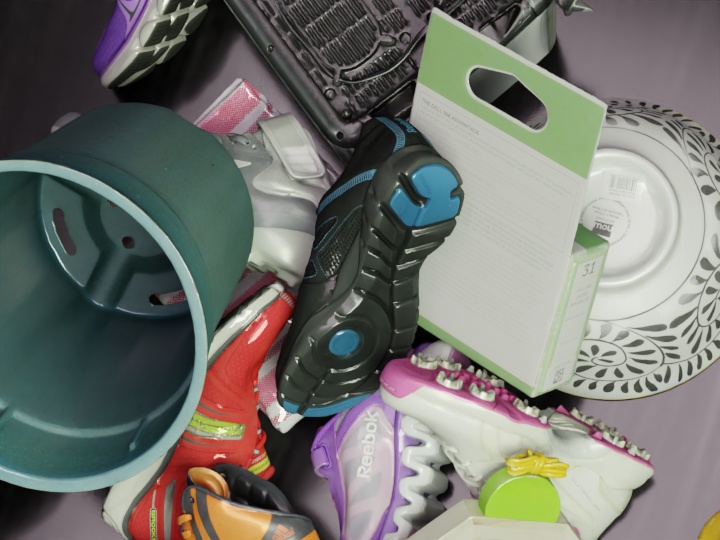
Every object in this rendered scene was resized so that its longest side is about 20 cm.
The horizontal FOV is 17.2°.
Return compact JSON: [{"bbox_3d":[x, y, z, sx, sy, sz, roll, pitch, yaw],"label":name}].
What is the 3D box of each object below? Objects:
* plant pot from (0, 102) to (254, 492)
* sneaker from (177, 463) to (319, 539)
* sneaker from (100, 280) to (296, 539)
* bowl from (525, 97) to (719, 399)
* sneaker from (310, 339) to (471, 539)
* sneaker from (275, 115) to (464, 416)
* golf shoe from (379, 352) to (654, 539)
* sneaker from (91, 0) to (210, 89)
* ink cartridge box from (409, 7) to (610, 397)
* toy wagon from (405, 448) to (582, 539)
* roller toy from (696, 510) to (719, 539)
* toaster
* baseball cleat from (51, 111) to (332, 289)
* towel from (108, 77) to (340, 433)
[{"bbox_3d":[-0.159,-0.002,1.420,0.199,0.196,0.201,5,113,12],"label":"plant pot"},{"bbox_3d":[-0.111,0.178,1.480,0.199,0.078,0.113,-7,101,20],"label":"sneaker"},{"bbox_3d":[-0.086,0.098,1.519,0.085,0.077,0.201,32,106,2],"label":"sneaker"},{"bbox_3d":[0.158,-0.024,1.505,0.199,0.094,0.202,-1,80,7],"label":"bowl"},{"bbox_3d":[0.008,0.136,1.507,0.088,0.080,0.201,9,78,18],"label":"sneaker"},{"bbox_3d":[0.000,0.000,1.462,0.201,0.073,0.082,-62,35,23],"label":"sneaker"},{"bbox_3d":[0.088,0.117,1.461,0.199,0.075,0.092,24,99,-26],"label":"golf shoe"},{"bbox_3d":[-0.135,-0.215,1.565,0.083,0.081,0.201,29,111,15],"label":"sneaker"},{"bbox_3d":[0.086,-0.044,1.446,0.145,0.048,0.201,33,122,33],"label":"ink cartridge box"},{"bbox_3d":[0.085,0.195,1.448,0.154,0.040,0.201,6,110,-16],"label":"toy wagon"},{"bbox_3d":[0.310,0.202,1.417,0.199,0.140,0.183,-16,67,6],"label":"roller toy"},{"bbox_3d":[0.022,-0.175,1.540,0.180,0.119,0.200,-37,76,0],"label":"toaster"},{"bbox_3d":[-0.097,-0.069,1.540,0.199,0.070,0.107,30,81,2],"label":"baseball cleat"},{"bbox_3d":[-0.064,-0.011,1.565,0.146,0.030,0.200,-43,77,-1],"label":"towel"}]
